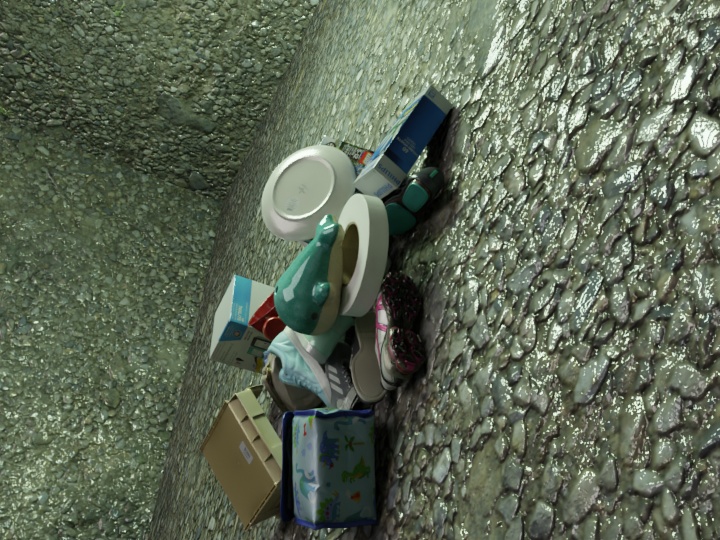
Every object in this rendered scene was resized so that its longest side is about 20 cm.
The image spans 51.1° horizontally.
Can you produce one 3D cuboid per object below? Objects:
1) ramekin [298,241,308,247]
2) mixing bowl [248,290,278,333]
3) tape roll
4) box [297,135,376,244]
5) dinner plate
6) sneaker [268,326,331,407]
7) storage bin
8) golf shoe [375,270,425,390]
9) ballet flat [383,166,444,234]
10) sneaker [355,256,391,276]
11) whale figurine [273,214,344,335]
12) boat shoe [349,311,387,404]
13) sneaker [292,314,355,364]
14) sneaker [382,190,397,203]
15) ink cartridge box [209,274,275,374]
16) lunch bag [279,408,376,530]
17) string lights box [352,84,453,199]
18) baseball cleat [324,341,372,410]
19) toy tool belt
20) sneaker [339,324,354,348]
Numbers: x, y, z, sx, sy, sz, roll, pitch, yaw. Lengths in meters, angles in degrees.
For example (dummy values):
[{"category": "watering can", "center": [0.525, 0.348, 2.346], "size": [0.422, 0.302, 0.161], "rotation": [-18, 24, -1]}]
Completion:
[{"category": "ramekin", "center": [-0.069, -0.132, 1.539], "size": [0.200, 0.097, 0.202], "rotation": [-45, -25, -27]}, {"category": "mixing bowl", "center": [-0.136, 0.084, 1.624], "size": [0.200, 0.109, 0.200], "rotation": [-42, 10, 9]}, {"category": "tape roll", "center": [-0.006, -0.025, 1.254], "size": [0.202, 0.036, 0.207], "rotation": [-172, 90, -72]}, {"category": "box", "center": [-0.057, -0.143, 1.403], "size": [0.135, 0.038, 0.202], "rotation": [22, 77, 32]}, {"category": "dinner plate", "center": [-0.102, -0.149, 1.391], "size": [0.197, 0.024, 0.204], "rotation": [-11, 62, 22]}, {"category": "sneaker", "center": [-0.105, 0.197, 1.409], "size": [0.082, 0.074, 0.200], "rotation": [-40, 56, 0]}, {"category": "storage bin", "center": [-0.204, 0.362, 1.469], "size": [0.201, 0.093, 0.200], "rotation": [52, 130, 25]}, {"category": "golf shoe", "center": [0.049, 0.090, 1.180], "size": [0.092, 0.072, 0.202], "rotation": [-53, 25, 42]}, {"category": "ballet flat", "center": [0.091, -0.122, 1.294], "size": [0.200, 0.072, 0.074], "rotation": [134, 150, -64]}, {"category": "sneaker", "center": [0.000, 0.000, 1.409], "size": [0.106, 0.074, 0.201], "rotation": [-61, 13, 17]}, {"category": "whale figurine", "center": [-0.084, 0.007, 1.255], "size": [0.159, 0.102, 0.203], "rotation": [-124, 46, -64]}, {"category": "boat shoe", "center": [0.017, 0.155, 1.247], "size": [0.202, 0.071, 0.064], "rotation": [-92, 8, -53]}, {"category": "sneaker", "center": [-0.070, 0.083, 1.386], "size": [0.118, 0.074, 0.200], "rotation": [-48, 30, 0]}, {"category": "sneaker", "center": [-0.003, -0.140, 1.453], "size": [0.200, 0.072, 0.083], "rotation": [-45, 25, -12]}, {"category": "ink cartridge box", "center": [-0.230, 0.136, 1.755], "size": [0.148, 0.197, 0.148], "rotation": [-56, 25, 38]}, {"category": "lunch bag", "center": [-0.062, 0.303, 1.172], "size": [0.200, 0.125, 0.174], "rotation": [155, 118, -66]}, {"category": "string lights box", "center": [0.075, -0.222, 1.335], "size": [0.201, 0.059, 0.103], "rotation": [-57, 12, -22]}, {"category": "baseball cleat", "center": [-0.014, 0.201, 1.300], "size": [0.106, 0.069, 0.203], "rotation": [-36, 42, 38]}, {"category": "toy tool belt", "center": [-0.147, 0.191, 1.524], "size": [0.203, 0.123, 0.123], "rotation": [64, 167, 0]}, {"category": "sneaker", "center": [-0.061, 0.130, 1.471], "size": [0.200, 0.073, 0.081], "rotation": [152, 129, -65]}]
